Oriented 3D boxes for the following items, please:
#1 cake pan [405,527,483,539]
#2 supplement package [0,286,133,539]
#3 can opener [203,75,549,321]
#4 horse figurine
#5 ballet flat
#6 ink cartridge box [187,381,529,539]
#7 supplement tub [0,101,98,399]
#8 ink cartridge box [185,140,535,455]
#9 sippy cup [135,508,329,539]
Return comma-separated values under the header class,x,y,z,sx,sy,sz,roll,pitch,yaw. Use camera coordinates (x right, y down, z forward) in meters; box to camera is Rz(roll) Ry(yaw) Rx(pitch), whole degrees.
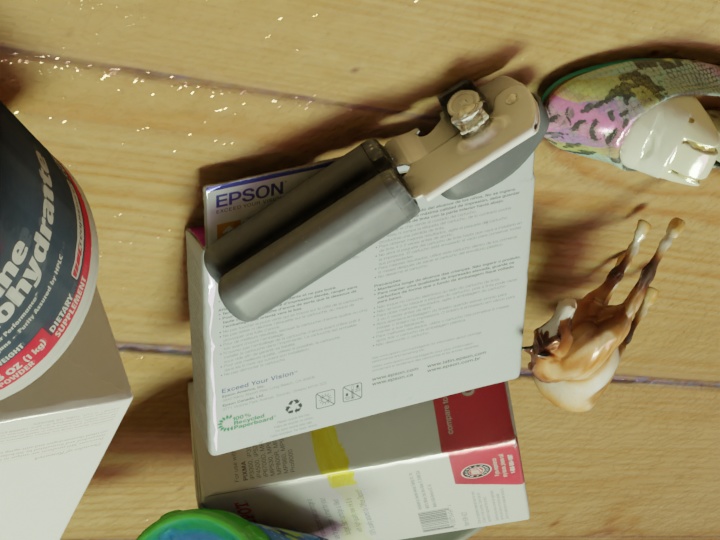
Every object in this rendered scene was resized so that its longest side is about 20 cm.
class,x,y,z,sx,sy,sz,roll,pitch,yaw
cake pan,0.013,0.173,1.913,0.200,0.037,0.200,-17,156,-8
supplement package,-0.214,0.072,1.409,0.120,0.121,0.200,-9,153,-25
can opener,0.013,-0.035,1.407,0.200,0.053,0.067,-30,133,1
horse figurine,0.144,0.038,1.647,0.133,0.050,0.200,-55,172,-17
ballet flat,0.192,-0.078,1.479,0.200,0.071,0.069,-2,135,-36
ink cartridge box,0.000,0.114,1.683,0.200,0.084,0.145,-10,156,2
supplement tub,-0.210,-0.028,1.176,0.140,0.141,0.200,-24,157,6
ink cartridge box,0.000,0.000,1.497,0.196,0.043,0.200,-13,131,-17
sippy cup,-0.063,0.213,1.632,0.130,0.178,0.140,6,126,-55
